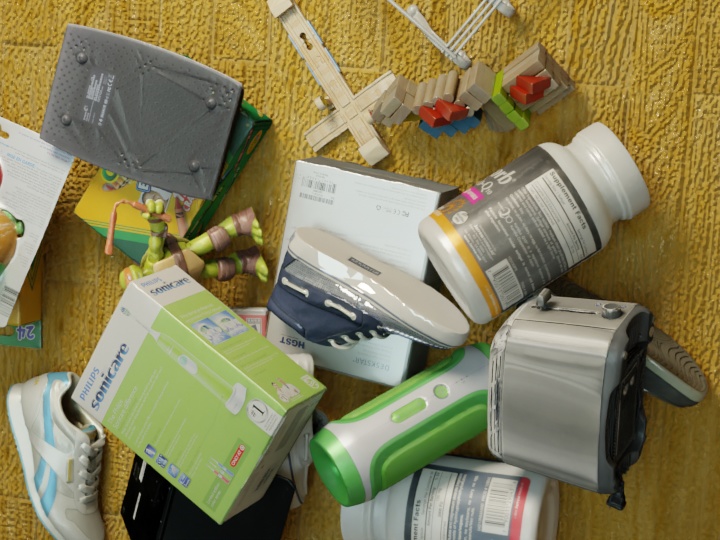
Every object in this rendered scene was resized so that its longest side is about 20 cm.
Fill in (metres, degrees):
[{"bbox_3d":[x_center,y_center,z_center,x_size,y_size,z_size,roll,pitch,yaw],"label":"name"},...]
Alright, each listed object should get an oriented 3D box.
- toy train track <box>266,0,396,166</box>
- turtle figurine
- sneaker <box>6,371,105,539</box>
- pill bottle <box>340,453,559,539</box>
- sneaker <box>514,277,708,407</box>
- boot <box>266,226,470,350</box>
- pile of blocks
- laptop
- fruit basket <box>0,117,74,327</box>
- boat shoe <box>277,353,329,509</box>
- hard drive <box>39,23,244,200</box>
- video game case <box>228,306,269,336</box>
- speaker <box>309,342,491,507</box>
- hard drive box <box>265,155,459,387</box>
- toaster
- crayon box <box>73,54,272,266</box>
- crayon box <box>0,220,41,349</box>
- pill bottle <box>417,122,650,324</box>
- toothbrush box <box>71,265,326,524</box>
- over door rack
[{"bbox_3d":[-0.035,-0.195,1.660,0.114,0.033,0.201,-34,84,19],"label":"toy train track"},{"bbox_3d":[-0.176,0.002,1.668,0.160,0.064,0.201,-16,117,-16],"label":"turtle figurine"},{"bbox_3d":[-0.314,0.209,1.781,0.080,0.076,0.201,-18,92,17],"label":"sneaker"},{"bbox_3d":[0.088,0.241,1.626,0.198,0.119,0.121,6,98,18],"label":"pill bottle"},{"bbox_3d":[0.231,0.094,1.593,0.199,0.075,0.107,33,116,14],"label":"sneaker"},{"bbox_3d":[0.006,0.043,1.582,0.199,0.073,0.091,31,113,19],"label":"boot"},{"bbox_3d":[0.105,-0.153,1.585,0.199,0.062,0.082,-10,123,19],"label":"pile of blocks"},{"bbox_3d":[-0.164,0.237,1.713,0.103,0.200,0.178,7,114,-25],"label":"laptop"},{"bbox_3d":[-0.409,-0.066,1.732,0.184,0.094,0.201,23,87,14],"label":"fruit basket"},{"bbox_3d":[-0.062,0.165,1.664,0.065,0.074,0.201,-11,135,-6],"label":"boat shoe"},{"bbox_3d":[-0.217,-0.160,1.657,0.199,0.042,0.136,20,103,15],"label":"hard drive"},{"bbox_3d":[-0.160,0.139,1.750,0.142,0.017,0.202,0,97,18],"label":"video game case"},{"bbox_3d":[0.053,0.146,1.580,0.199,0.088,0.089,-28,87,-19],"label":"speaker"},{"bbox_3d":[0.000,0.000,1.648,0.155,0.077,0.202,14,101,16],"label":"hard drive box"},{"bbox_3d":[0.192,0.115,1.514,0.128,0.114,0.201,12,119,26],"label":"toaster"},{"bbox_3d":[-0.195,-0.108,1.710,0.119,0.058,0.201,37,106,11],"label":"crayon box"},{"bbox_3d":[-0.412,-0.014,1.799,0.125,0.052,0.202,4,98,18],"label":"crayon box"},{"bbox_3d":[0.163,-0.047,1.543,0.199,0.116,0.117,-33,86,-4],"label":"pill bottle"},{"bbox_3d":[-0.155,0.116,1.573,0.200,0.086,0.146,37,115,14],"label":"toothbrush box"},{"bbox_3d":[0.071,-0.312,1.583,0.200,0.067,0.148,37,108,-11],"label":"over door rack"}]
